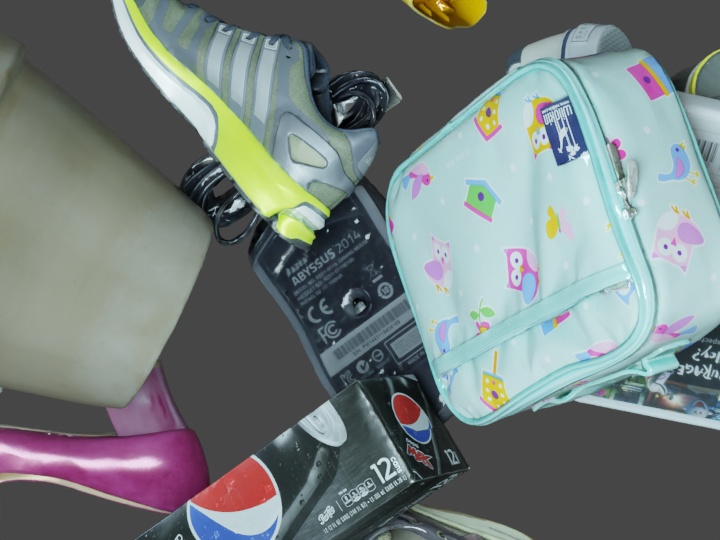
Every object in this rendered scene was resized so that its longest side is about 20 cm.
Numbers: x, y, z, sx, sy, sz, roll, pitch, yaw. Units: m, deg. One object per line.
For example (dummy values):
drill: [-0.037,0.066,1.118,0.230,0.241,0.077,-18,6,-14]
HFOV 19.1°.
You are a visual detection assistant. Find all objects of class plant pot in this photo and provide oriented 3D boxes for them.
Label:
plant pot: [-0.182,-0.012,1.161,0.173,0.200,0.200,27,100,-11]

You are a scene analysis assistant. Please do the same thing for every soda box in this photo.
soda box: [-0.044,0.134,1.156,0.200,0.071,0.063,-37,74,24]

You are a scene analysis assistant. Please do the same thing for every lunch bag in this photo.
lunch bag: [0.096,-0.011,1.075,0.077,0.200,0.161,-7,75,-31]

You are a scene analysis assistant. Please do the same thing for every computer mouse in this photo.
computer mouse: [0.000,0.000,1.200,0.138,0.053,0.200,-31,80,12]

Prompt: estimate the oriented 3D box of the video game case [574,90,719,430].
video game case: [0.227,0.008,1.112,0.199,0.023,0.182,11,119,-5]

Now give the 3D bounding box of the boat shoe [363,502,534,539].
boat shoe: [0.008,0.162,1.206,0.199,0.065,0.072,14,101,7]

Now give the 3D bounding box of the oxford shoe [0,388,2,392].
oxford shoe: [-0.292,0.094,1.236,0.199,0.075,0.058,-15,88,16]

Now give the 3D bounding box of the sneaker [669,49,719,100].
sneaker: [0.240,-0.052,1.151,0.200,0.085,0.075,40,77,-19]

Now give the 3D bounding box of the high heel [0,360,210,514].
high heel: [-0.188,0.129,1.225,0.199,0.067,0.096,-21,83,6]

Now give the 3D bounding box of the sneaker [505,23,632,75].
sneaker: [0.130,-0.036,1.174,0.071,0.073,0.201,-6,101,38]

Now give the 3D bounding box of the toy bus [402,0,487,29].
toy bus: [0.045,-0.256,1.127,0.192,0.136,0.200,40,103,15]

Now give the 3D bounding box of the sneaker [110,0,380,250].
sneaker: [-0.063,-0.106,1.170,0.081,0.074,0.200,-39,74,2]
